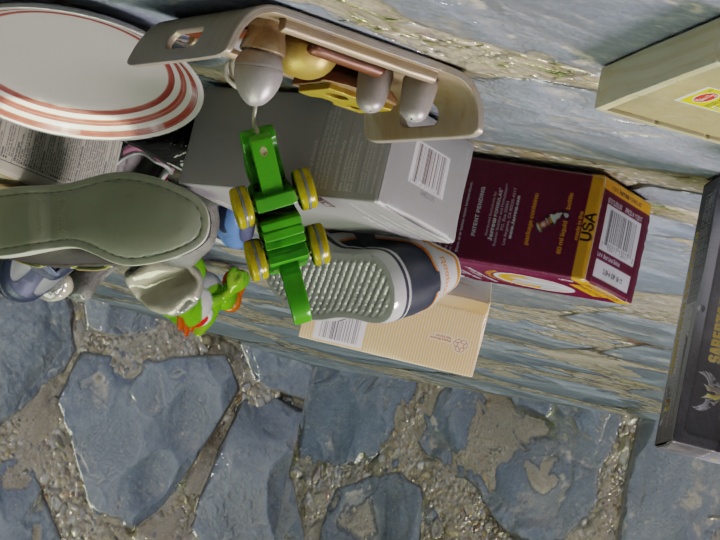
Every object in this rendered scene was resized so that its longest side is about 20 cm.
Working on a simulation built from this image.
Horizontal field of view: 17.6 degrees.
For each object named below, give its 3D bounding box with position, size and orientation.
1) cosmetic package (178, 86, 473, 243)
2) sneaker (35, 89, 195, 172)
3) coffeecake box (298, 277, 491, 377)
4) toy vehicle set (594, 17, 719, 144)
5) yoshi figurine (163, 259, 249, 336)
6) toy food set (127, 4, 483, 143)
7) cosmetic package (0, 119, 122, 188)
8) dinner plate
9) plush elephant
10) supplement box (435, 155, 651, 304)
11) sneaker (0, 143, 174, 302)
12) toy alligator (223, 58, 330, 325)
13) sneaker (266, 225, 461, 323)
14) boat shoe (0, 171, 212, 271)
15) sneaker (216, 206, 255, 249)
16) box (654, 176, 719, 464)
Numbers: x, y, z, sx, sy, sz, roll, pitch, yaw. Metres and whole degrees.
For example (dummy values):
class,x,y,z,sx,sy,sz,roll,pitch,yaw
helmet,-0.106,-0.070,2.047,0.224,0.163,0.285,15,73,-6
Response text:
class,x,y,z,sx,sy,sz,roll,pitch,yaw
cosmetic package,-0.027,-0.081,1.753,0.199,0.091,0.107,3,166,39
sneaker,-0.159,-0.119,1.800,0.199,0.060,0.104,19,176,-13
coffeecake box,0.034,0.002,2.020,0.152,0.074,0.200,13,-156,-1
toy vehicle set,0.225,-0.102,1.338,0.123,0.027,0.200,14,173,-13
yoshi figurine,-0.212,0.012,3.014,0.112,0.112,0.200,52,-167,4
toy food set,-0.036,-0.121,1.542,0.199,0.061,0.143,17,172,-30
cosmetic package,-0.272,-0.118,1.843,0.071,0.106,0.200,9,171,30
dinner plate,-0.208,-0.146,1.663,0.198,0.024,0.200,7,156,3
plush elephant,-0.195,-0.046,2.083,0.154,0.166,0.200,10,-179,5
supplement box,0.115,-0.037,1.854,0.199,0.086,0.110,10,173,28
sneaker,-0.232,-0.043,1.947,0.070,0.200,0.082,32,-169,-38
toy alligator,-0.066,-0.061,1.675,0.059,0.201,0.054,-16,-167,-8
sneaker,0.000,0.000,1.818,0.079,0.079,0.199,-15,-162,-32
boat shoe,-0.203,-0.036,1.809,0.200,0.072,0.061,1,172,18
sneaker,-0.140,-0.061,2.212,0.082,0.075,0.200,16,172,-13
box,0.310,0.048,1.688,0.157,0.202,0.048,13,170,-6
